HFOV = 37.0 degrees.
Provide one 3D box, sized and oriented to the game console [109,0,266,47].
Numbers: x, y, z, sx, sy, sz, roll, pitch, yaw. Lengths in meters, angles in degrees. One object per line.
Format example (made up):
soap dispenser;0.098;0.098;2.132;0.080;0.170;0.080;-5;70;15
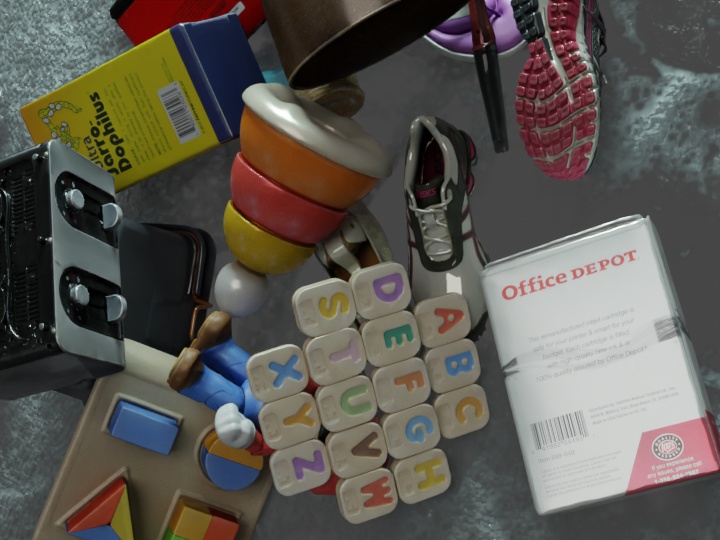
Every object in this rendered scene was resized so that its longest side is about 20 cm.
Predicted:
game console;-0.144;-0.301;1.067;0.200;0.119;0.173;-39;90;28

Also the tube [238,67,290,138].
tube;-0.159;-0.160;1.086;0.197;0.050;0.079;-4;77;19

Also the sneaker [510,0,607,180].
sneaker;0.182;-0.178;0.923;0.080;0.074;0.203;-3;89;43

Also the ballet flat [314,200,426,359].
ballet flat;0.000;0.000;0.964;0.067;0.062;0.201;-36;66;13

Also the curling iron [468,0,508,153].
curling iron;0.112;-0.204;0.948;0.049;0.025;0.203;10;106;62

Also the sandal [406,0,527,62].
sandal;0.070;-0.253;1.000;0.201;0.050;0.083;29;91;27

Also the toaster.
toaster;-0.297;0.011;0.914;0.198;0.118;0.183;-16;70;22

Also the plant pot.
plant pot;-0.022;-0.287;0.906;0.185;0.187;0.202;-27;88;16

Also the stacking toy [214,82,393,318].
stacking toy;-0.073;-0.049;0.947;0.146;0.146;0.202;36;107;27

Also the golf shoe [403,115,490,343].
golf shoe;0.065;-0.035;0.931;0.076;0.088;0.203;-11;75;20

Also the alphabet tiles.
alphabet tiles;0.011;0.101;0.880;0.193;0.015;0.203;-16;100;-16

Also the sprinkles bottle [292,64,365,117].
sprinkles bottle;-0.054;-0.240;1.043;0.068;0.068;0.202;-24;69;17

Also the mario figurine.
mario figurine;-0.058;0.109;0.917;0.199;0.106;0.124;33;79;-2

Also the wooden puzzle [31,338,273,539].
wooden puzzle;-0.166;0.184;0.944;0.183;0.046;0.202;23;84;-17

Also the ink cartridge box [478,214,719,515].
ink cartridge box;0.189;0.077;0.849;0.144;0.085;0.203;-18;73;19

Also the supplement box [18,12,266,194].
supplement box;-0.197;-0.147;1.010;0.198;0.109;0.111;-20;100;25

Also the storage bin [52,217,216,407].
storage bin;-0.226;0.041;1.017;0.144;0.134;0.203;5;81;25
